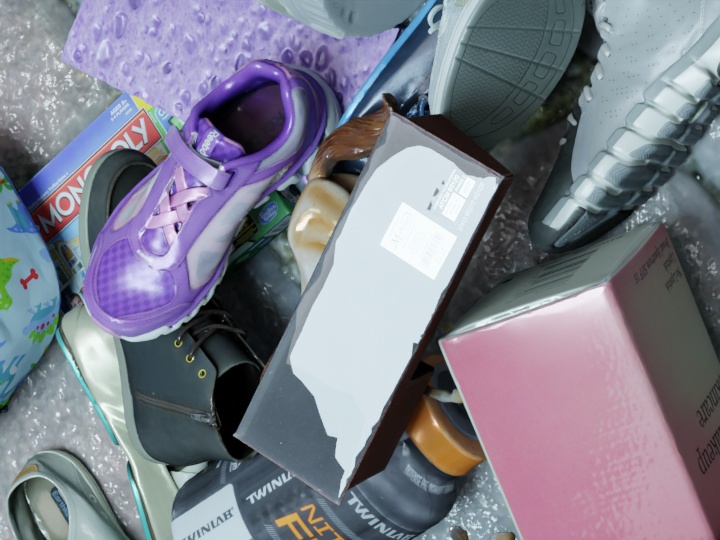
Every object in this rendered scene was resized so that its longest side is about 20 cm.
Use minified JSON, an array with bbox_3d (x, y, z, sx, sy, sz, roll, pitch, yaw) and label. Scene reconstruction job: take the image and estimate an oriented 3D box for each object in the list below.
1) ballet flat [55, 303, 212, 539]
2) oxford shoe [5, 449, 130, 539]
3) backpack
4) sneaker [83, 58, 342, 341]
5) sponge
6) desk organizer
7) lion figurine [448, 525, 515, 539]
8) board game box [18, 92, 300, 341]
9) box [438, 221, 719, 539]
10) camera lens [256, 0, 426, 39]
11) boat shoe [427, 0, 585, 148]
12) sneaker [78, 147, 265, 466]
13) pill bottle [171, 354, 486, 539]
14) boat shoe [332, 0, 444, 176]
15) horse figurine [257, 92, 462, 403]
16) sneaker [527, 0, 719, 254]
[{"bbox_3d":[-0.131,0.110,1.389,0.069,0.069,0.202,-16,104,28],"label":"ballet flat"},{"bbox_3d":[-0.172,0.207,1.432,0.075,0.058,0.200,-43,77,22],"label":"oxford shoe"},{"bbox_3d":[-0.300,0.025,1.408,0.200,0.146,0.184,-43,76,38],"label":"backpack"},{"bbox_3d":[-0.093,-0.049,1.254,0.080,0.089,0.200,39,83,11],"label":"sneaker"},{"bbox_3d":[-0.081,-0.140,1.336,0.199,0.030,0.112,27,97,15],"label":"sponge"},{"bbox_3d":[0.015,0.017,1.169,0.071,0.077,0.201,31,106,15],"label":"desk organizer"},{"bbox_3d":[0.063,0.235,1.258,0.072,0.200,0.124,-3,63,8],"label":"lion figurine"},{"bbox_3d":[-0.142,-0.036,1.404,0.200,0.029,0.135,-39,78,26],"label":"board game box"},{"bbox_3d":[0.143,0.094,1.191,0.108,0.128,0.201,-20,98,26],"label":"box"},{"bbox_3d":[-0.048,-0.242,1.245,0.199,0.159,0.161,32,110,29],"label":"camera lens"},{"bbox_3d":[0.086,-0.168,1.205,0.065,0.074,0.204,37,113,60],"label":"boat shoe"},{"bbox_3d":[-0.106,0.020,1.315,0.106,0.074,0.202,-4,101,53],"label":"sneaker"},{"bbox_3d":[-0.013,0.129,1.310,0.199,0.106,0.107,-35,79,27],"label":"pill bottle"},{"bbox_3d":[0.043,-0.099,1.268,0.069,0.084,0.201,41,114,19],"label":"boat shoe"},{"bbox_3d":[0.000,0.000,1.241,0.131,0.050,0.202,1,93,29],"label":"horse figurine"},{"bbox_3d":[0.144,-0.112,1.226,0.200,0.075,0.116,-48,68,15],"label":"sneaker"}]
